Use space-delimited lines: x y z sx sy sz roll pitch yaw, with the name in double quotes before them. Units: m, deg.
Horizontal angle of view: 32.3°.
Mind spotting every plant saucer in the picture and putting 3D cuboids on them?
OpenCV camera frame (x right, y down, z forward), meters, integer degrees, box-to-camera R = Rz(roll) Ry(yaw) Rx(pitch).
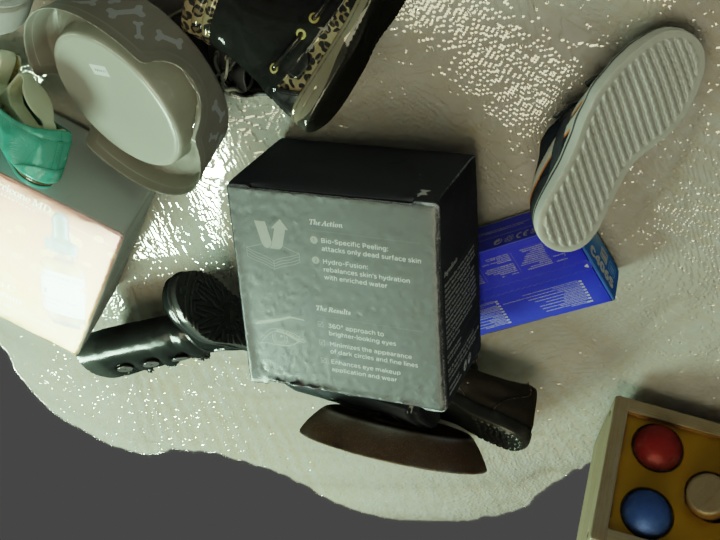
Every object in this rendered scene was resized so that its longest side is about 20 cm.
"plant saucer" 0.036 0.170 1.286 0.198 0.200 0.035 12 90 9

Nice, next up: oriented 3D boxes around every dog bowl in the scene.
"dog bowl" -0.198 -0.159 1.078 0.199 0.059 0.201 30 151 19

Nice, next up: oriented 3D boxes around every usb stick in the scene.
"usb stick" -0.005 0.125 1.282 0.199 0.033 0.056 11 153 42

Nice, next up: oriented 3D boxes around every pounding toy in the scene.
"pounding toy" 0.328 0.215 1.208 0.198 0.185 0.143 14 147 7

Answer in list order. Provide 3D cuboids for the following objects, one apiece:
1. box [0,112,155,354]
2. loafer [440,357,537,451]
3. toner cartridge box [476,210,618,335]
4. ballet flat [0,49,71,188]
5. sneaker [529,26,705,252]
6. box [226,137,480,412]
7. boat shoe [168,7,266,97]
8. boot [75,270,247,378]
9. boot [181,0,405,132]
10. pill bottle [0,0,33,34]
"box" -0.305 -0.039 1.236 0.151 0.107 0.201 27 135 -5
"loafer" 0.092 0.113 1.267 0.198 0.072 0.073 26 157 15
"toner cartridge box" 0.131 0.005 1.166 0.198 0.043 0.095 -17 124 32
"ballet flat" -0.321 -0.158 1.133 0.200 0.067 0.071 45 113 28
"sneaker" 0.198 -0.116 1.015 0.078 0.080 0.201 28 110 -16
"box" 0.000 0.000 1.114 0.195 0.118 0.202 7 119 22
"boat shoe" -0.101 -0.183 1.062 0.198 0.063 0.073 3 132 17
"boot" -0.217 0.061 1.293 0.198 0.066 0.165 -9 155 28
"boot" -0.044 -0.230 0.981 0.150 0.073 0.201 35 109 15
"pill bottle" -0.285 -0.290 0.994 0.114 0.115 0.200 29 134 -8
